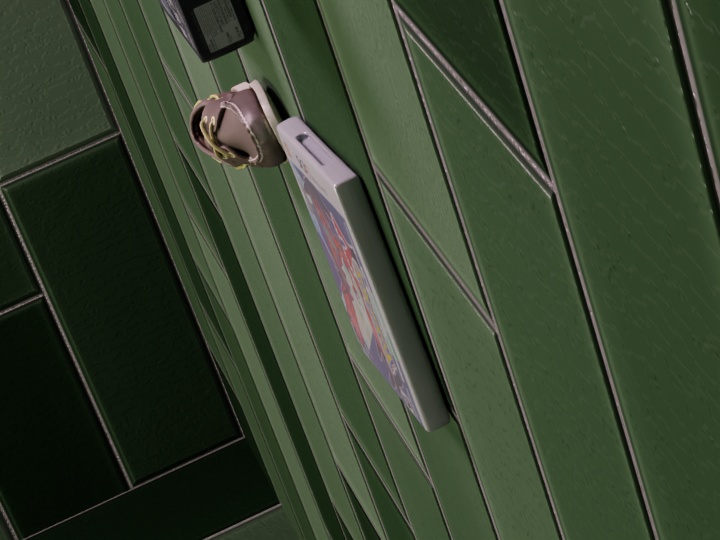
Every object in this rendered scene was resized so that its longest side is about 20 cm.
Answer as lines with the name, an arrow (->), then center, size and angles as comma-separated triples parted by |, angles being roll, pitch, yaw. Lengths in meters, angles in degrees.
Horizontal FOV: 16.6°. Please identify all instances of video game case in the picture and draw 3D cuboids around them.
video game case -> 0.000, 0.000, 1.790 | 0.182, 0.023, 0.201 | -131, 18, -68

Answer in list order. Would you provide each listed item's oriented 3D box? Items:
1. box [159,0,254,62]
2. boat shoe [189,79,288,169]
box -> -0.153, -0.276, 1.897 | 0.158, 0.051, 0.201 | -128, 15, -62
boat shoe -> -0.099, -0.114, 1.993 | 0.200, 0.059, 0.072 | -144, 31, -76
